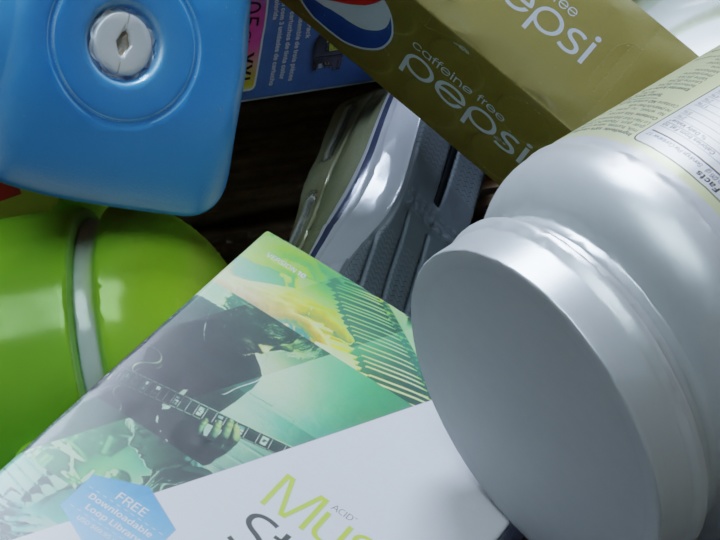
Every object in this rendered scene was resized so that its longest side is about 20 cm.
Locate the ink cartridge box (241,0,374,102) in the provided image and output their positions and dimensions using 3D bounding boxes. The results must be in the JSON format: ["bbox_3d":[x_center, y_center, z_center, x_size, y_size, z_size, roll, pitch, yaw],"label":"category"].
[{"bbox_3d":[-0.027,-0.141,1.072,0.199,0.077,0.136,-10,34,-38],"label":"ink cartridge box"}]

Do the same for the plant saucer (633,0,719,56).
[{"bbox_3d":[0.158,-0.068,1.013,0.199,0.050,0.201,-8,48,10],"label":"plant saucer"}]

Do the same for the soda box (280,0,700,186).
[{"bbox_3d":[0.037,-0.102,0.935,0.200,0.068,0.064,40,64,3],"label":"soda box"}]

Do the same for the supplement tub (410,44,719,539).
[{"bbox_3d":[0.131,0.002,0.829,0.199,0.146,0.145,-31,48,-25],"label":"supplement tub"}]

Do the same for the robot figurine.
[{"bbox_3d":[-0.132,0.038,0.960,0.199,0.116,0.176,-10,36,7],"label":"robot figurine"}]

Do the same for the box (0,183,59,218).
[{"bbox_3d":[-0.164,-0.057,1.094,0.199,0.050,0.075,-18,46,-1],"label":"box"}]

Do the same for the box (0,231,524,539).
[{"bbox_3d":[-0.028,0.078,0.836,0.144,0.036,0.200,31,40,13],"label":"box"}]

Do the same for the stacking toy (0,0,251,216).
[{"bbox_3d":[-0.133,-0.079,0.981,0.200,0.109,0.117,-4,77,62],"label":"stacking toy"}]

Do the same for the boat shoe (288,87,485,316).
[{"bbox_3d":[0.000,0.000,1.000,0.062,0.072,0.201,-14,39,37],"label":"boat shoe"}]
